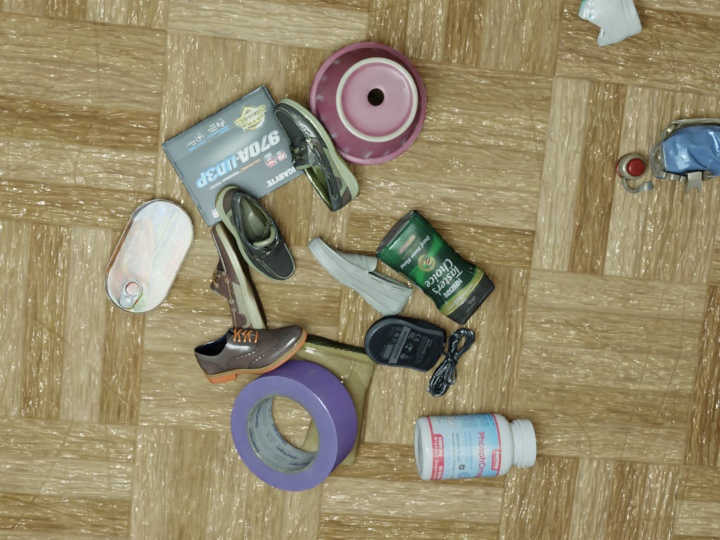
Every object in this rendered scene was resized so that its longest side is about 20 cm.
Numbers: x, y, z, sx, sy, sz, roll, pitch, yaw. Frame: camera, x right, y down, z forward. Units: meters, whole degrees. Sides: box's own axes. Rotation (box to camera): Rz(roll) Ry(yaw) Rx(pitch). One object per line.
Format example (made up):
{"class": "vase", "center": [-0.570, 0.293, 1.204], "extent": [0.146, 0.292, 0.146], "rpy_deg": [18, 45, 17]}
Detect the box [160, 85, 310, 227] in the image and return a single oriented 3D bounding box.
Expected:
{"class": "box", "center": [-0.206, -0.190, 1.562], "extent": [0.199, 0.046, 0.160], "rpy_deg": [-29, 99, -2]}

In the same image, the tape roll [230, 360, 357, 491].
{"class": "tape roll", "center": [-0.111, 0.257, 1.564], "extent": [0.199, 0.085, 0.202], "rpy_deg": [6, 105, 23]}

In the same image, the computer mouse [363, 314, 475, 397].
{"class": "computer mouse", "center": [0.087, 0.130, 1.615], "extent": [0.199, 0.053, 0.139], "rpy_deg": [20, 105, -26]}

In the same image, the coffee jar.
{"class": "coffee jar", "center": [0.129, -0.003, 1.599], "extent": [0.200, 0.085, 0.104], "rpy_deg": [40, 92, -9]}

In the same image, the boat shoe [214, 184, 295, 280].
{"class": "boat shoe", "center": [-0.165, -0.053, 1.543], "extent": [0.073, 0.065, 0.200], "rpy_deg": [-48, 125, -15]}

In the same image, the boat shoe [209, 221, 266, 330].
{"class": "boat shoe", "center": [-0.220, 0.020, 1.575], "extent": [0.071, 0.072, 0.201], "rpy_deg": [-18, 109, 3]}

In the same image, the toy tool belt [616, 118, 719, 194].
{"class": "toy tool belt", "center": [0.550, -0.193, 1.599], "extent": [0.198, 0.123, 0.126], "rpy_deg": [-12, 98, -4]}

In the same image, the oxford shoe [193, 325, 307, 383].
{"class": "oxford shoe", "center": [-0.185, 0.128, 1.561], "extent": [0.199, 0.071, 0.073], "rpy_deg": [-22, 123, 15]}

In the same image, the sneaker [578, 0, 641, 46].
{"class": "sneaker", "center": [0.396, -0.456, 1.553], "extent": [0.088, 0.075, 0.200], "rpy_deg": [-25, 126, 13]}

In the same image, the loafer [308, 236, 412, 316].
{"class": "loafer", "center": [0.000, 0.000, 1.596], "extent": [0.200, 0.070, 0.070], "rpy_deg": [36, 98, -18]}

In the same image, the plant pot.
{"class": "plant pot", "center": [0.017, -0.269, 1.509], "extent": [0.198, 0.179, 0.202], "rpy_deg": [-1, 98, -5]}

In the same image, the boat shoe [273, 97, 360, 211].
{"class": "boat shoe", "center": [-0.078, -0.184, 1.520], "extent": [0.066, 0.072, 0.201], "rpy_deg": [-46, 110, -26]}

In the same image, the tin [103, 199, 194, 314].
{"class": "tin", "center": [-0.352, -0.024, 1.573], "extent": [0.111, 0.042, 0.201], "rpy_deg": [27, 94, -4]}

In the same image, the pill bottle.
{"class": "pill bottle", "center": [0.198, 0.304, 1.632], "extent": [0.198, 0.109, 0.110], "rpy_deg": [-2, 97, -5]}

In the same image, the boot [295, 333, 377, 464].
{"class": "boot", "center": [-0.066, 0.222, 1.618], "extent": [0.174, 0.066, 0.201], "rpy_deg": [15, 97, -6]}
